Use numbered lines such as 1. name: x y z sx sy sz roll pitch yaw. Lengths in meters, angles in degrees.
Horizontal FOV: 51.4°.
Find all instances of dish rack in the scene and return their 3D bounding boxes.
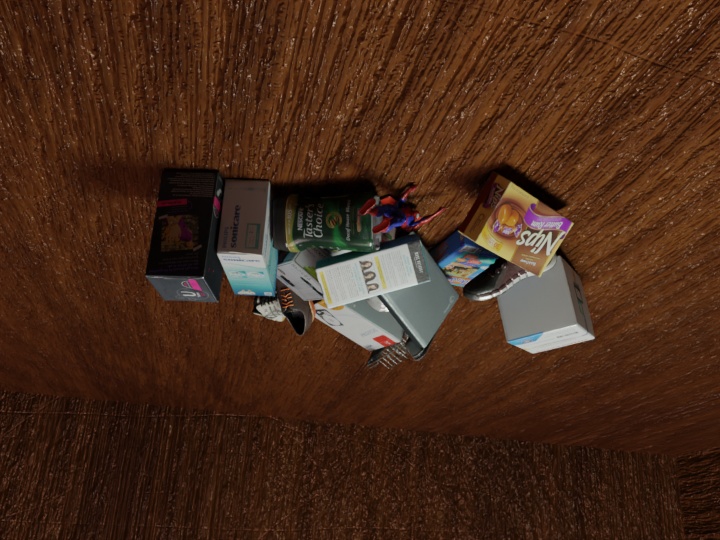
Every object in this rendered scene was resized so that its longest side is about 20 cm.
1. dish rack: 0.100 0.164 1.762 0.055 0.154 0.199 44 137 -10

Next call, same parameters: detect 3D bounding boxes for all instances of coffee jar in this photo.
1. coffee jar: -0.063 -0.085 1.331 0.197 0.106 0.085 0 -177 15

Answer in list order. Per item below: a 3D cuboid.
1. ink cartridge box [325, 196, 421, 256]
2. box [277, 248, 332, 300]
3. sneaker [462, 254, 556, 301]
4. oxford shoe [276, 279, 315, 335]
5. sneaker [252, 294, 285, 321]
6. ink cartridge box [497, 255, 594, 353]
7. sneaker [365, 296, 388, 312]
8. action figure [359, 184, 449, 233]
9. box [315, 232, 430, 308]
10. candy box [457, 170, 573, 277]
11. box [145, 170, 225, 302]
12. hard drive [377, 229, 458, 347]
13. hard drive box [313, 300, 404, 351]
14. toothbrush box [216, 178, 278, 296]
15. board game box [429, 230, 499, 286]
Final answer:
1. ink cartridge box: 0.008 -0.076 1.427 0.198 0.051 0.108 -15 151 38
2. box: -0.108 0.000 1.494 0.116 0.060 0.199 41 163 -15
3. sneaker: 0.270 -0.031 1.408 0.198 0.076 0.117 -26 117 -12
4. oxford shoe: -0.150 0.050 1.633 0.070 0.073 0.202 -13 120 18
5. sneaker: -0.211 0.077 1.798 0.086 0.077 0.200 10 156 -17
6. ink cartridge box: 0.385 0.077 1.559 0.145 0.148 0.199 -17 160 23
7. sneaker: 0.000 0.000 1.533 0.199 0.070 0.081 32 135 23
8. action figure: 0.081 -0.108 1.286 0.098 0.066 0.200 -36 171 19
9. box: 0.022 0.000 1.365 0.197 0.083 0.049 -15 -161 5
10. candy box: 0.271 -0.076 1.296 0.199 0.118 0.056 24 -169 -39
11. box: -0.297 -0.059 1.312 0.104 0.203 0.123 2 159 3
12. hard drive: 0.106 0.037 1.486 0.033 0.140 0.201 9 146 50
13. hard drive box: -0.008 0.094 1.721 0.199 0.078 0.155 32 154 -16
14. toothbrush box: -0.202 -0.056 1.380 0.084 0.149 0.201 2 157 2
15. board game box: 0.229 -0.023 1.531 0.150 0.046 0.200 11 156 -20
